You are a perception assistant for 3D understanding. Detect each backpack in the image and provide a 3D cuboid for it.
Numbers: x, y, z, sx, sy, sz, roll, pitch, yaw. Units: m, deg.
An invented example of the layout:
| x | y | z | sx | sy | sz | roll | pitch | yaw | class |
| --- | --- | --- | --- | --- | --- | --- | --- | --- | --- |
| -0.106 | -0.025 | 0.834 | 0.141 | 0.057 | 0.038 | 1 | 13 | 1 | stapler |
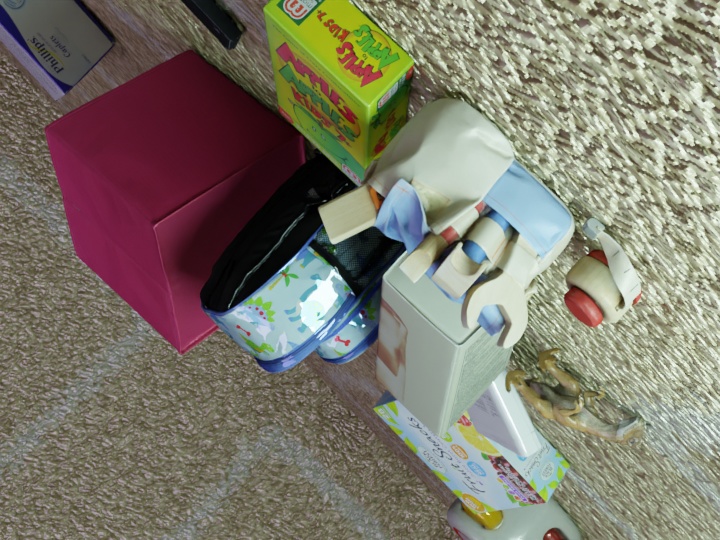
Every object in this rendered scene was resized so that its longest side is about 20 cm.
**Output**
| x | y | z | sx | sy | sz | roll | pitch | yaw | class |
| --- | --- | --- | --- | --- | --- | --- | --- | --- | --- |
| -0.039 | 0.003 | 1.142 | 0.147 | 0.200 | 0.183 | 47 | 170 | -16 | backpack |

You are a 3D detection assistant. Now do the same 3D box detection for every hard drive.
| x | y | z | sx | sy | sz | roll | pitch | yaw | class |
| --- | --- | --- | --- | --- | --- | --- | --- | --- | --- |
| 0.105 | 0.079 | 1.211 | 0.202 | 0.026 | 0.132 | 63 | 168 | -12 | hard drive |

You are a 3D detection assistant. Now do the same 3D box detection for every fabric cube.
| x | y | z | sx | sy | sz | roll | pitch | yaw | class |
| --- | --- | --- | --- | --- | --- | --- | --- | --- | --- |
| -0.186 | -0.076 | 1.312 | 0.199 | 0.195 | 0.201 | 37 | 147 | 31 | fabric cube |

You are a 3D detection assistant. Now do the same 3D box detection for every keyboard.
| x | y | z | sx | sy | sz | roll | pitch | yaw | class |
| --- | --- | --- | --- | --- | --- | --- | --- | --- | --- |
| -0.178 | -0.281 | 1.092 | 0.200 | 0.021 | 0.127 | 46 | 177 | -7 | keyboard |

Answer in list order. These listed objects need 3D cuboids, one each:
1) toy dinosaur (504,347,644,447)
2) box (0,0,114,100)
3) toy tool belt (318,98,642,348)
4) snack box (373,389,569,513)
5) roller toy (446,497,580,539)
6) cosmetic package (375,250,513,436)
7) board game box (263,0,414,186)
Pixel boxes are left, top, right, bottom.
| x | y | z | sx | sy | sz | roll | pitch | yaw | class |
| --- | --- | --- | --- | --- | --- | --- | --- | --- | --- |
| 0.177 | 0.119 | 1.134 | 0.106 | 0.060 | 0.200 | 49 | 171 | -29 | toy dinosaur |
| -0.451 | -0.346 | 1.731 | 0.184 | 0.105 | 0.200 | 48 | 171 | -16 | box |
| 0.077 | -0.009 | 0.823 | 0.200 | 0.123 | 0.125 | 44 | 171 | 6 | toy tool belt |
| 0.135 | 0.206 | 1.524 | 0.200 | 0.068 | 0.168 | 48 | 150 | -9 | snack box |
| 0.224 | 0.389 | 1.835 | 0.182 | 0.140 | 0.200 | 43 | 170 | 6 | roller toy |
| 0.075 | 0.045 | 1.028 | 0.087 | 0.103 | 0.201 | 41 | 157 | 17 | cosmetic package |
| -0.016 | -0.136 | 0.917 | 0.102 | 0.048 | 0.200 | 44 | 171 | 9 | board game box |
